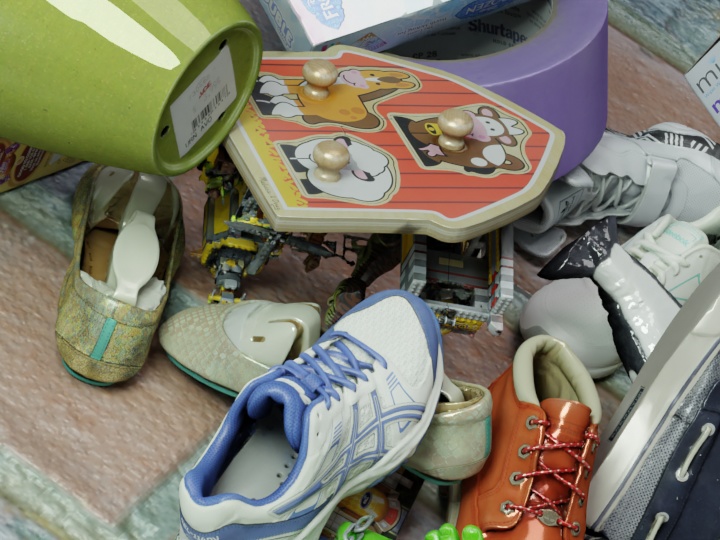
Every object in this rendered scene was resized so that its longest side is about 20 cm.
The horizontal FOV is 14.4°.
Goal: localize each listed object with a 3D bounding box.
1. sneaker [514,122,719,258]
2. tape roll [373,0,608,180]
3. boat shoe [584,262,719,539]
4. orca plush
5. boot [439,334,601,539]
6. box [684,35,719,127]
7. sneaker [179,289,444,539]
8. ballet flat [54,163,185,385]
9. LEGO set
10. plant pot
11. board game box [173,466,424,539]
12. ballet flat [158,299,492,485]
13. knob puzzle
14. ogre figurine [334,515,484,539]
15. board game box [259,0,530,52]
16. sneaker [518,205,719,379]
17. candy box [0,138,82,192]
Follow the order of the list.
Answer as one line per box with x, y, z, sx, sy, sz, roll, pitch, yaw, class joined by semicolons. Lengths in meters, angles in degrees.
0.157;-0.049;1.826;0.199;0.075;0.115;21;36;-1;sneaker
0.055;-0.130;1.782;0.199;0.085;0.200;-1;35;1;tape roll
0.198;0.086;1.599;0.093;0.200;0.075;33;6;-4;boat shoe
0.172;0.072;1.686;0.200;0.071;0.105;44;45;-10;orca plush
0.092;0.125;1.536;0.075;0.107;0.200;17;39;-20;boot
0.337;-0.072;1.906;0.200;0.097;0.177;24;29;-46;box
-0.021;0.075;1.444;0.075;0.088;0.200;23;58;22;sneaker
-0.129;-0.018;1.599;0.070;0.071;0.200;20;36;-11;ballet flat
0.000;0.000;1.598;0.199;0.154;0.116;15;56;-19;LEGO set
-0.156;-0.139;1.509;0.200;0.188;0.187;32;34;20;plant pot
-0.024;0.116;1.541;0.105;0.024;0.200;27;35;2;board game box
-0.015;0.049;1.548;0.199;0.063;0.067;23;36;14;ballet flat
0.022;-0.080;1.555;0.219;0.031;0.220;10;30;-6;knob puzzle
0.059;0.207;1.416;0.200;0.098;0.120;48;33;-3;ogre figurine
0.009;-0.236;1.746;0.198;0.043;0.200;-19;69;-23;board game box
0.171;0.005;1.761;0.070;0.080;0.200;45;40;19;sneaker
-0.239;-0.097;1.635;0.117;0.057;0.200;42;39;18;candy box
